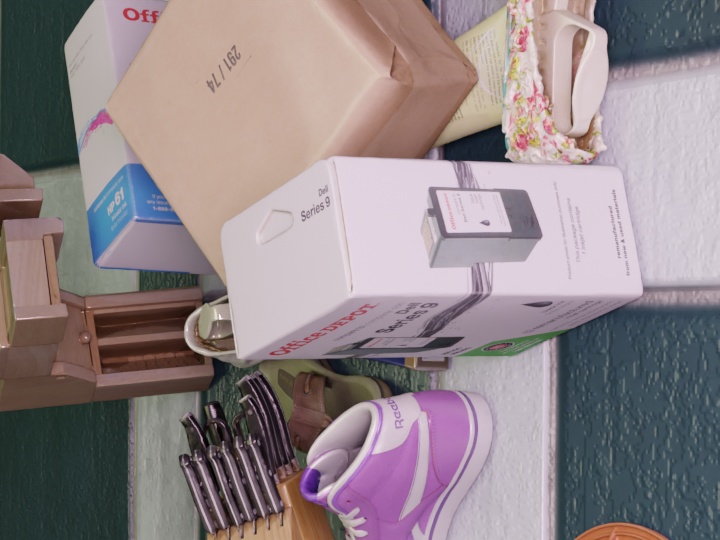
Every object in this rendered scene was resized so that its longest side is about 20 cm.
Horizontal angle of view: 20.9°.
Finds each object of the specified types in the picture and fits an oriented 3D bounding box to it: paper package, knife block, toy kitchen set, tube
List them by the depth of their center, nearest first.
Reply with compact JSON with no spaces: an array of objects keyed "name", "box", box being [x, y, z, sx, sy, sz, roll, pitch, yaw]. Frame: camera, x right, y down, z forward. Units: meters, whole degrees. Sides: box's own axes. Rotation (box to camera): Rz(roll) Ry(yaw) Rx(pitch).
[{"name":"paper package","box":[-0.047,-0.117,1.275,0.200,0.103,0.191,-53,58,31]},{"name":"tube","box":[0.044,-0.108,1.289,0.058,0.052,0.200,50,140,-14]},{"name":"knife block","box":[-0.058,0.177,1.356,0.064,0.200,0.176,-17,46,15]},{"name":"toy kitchen set","box":[-0.205,-0.006,1.530,0.200,0.180,0.163,121,142,-63]}]

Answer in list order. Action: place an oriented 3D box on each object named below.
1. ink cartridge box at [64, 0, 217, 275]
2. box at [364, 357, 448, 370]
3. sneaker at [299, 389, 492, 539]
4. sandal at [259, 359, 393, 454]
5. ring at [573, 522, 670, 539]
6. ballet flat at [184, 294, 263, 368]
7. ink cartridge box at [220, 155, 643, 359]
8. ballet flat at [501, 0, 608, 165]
[{"name":"ink cartridge box","box":[-0.136,-0.104,1.492,0.085,0.144,0.200,-46,48,49]},{"name":"box","box":[0.000,0.000,1.372,0.200,0.032,0.121,7,95,61]},{"name":"sneaker","box":[0.000,0.159,1.284,0.073,0.114,0.201,52,133,45]},{"name":"sandal","box":[-0.034,0.104,1.398,0.201,0.057,0.080,24,110,58]},{"name":"ring","box":[0.150,0.245,1.116,0.200,0.019,0.200,-4,85,60]},{"name":"ballet flat","box":[-0.069,0.031,1.394,0.200,0.069,0.069,-27,66,57]},{"name":"ink cartridge box","box":[0.038,-0.004,1.137,0.146,0.200,0.084,-31,63,56]},{"name":"ballet flat","box":[0.120,-0.152,1.141,0.064,0.076,0.200,10,107,52]}]
